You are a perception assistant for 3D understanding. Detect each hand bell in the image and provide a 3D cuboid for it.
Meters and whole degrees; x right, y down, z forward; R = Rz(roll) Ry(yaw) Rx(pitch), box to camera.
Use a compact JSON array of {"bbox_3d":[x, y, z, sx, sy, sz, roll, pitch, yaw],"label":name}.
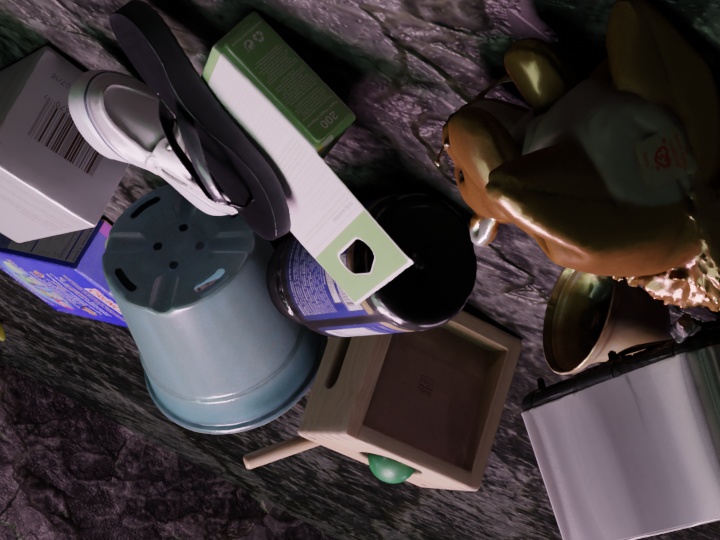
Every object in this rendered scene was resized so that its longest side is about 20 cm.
[{"bbox_3d":[0.254,0.058,0.979,0.200,0.104,0.104,18,164,-17],"label":"hand bell"}]

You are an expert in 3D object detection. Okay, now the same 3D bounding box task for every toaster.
[{"bbox_3d":[0.222,0.101,0.817,0.200,0.119,0.181,-5,163,-37],"label":"toaster"}]

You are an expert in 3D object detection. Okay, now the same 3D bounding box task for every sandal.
[{"bbox_3d":[-0.123,-0.100,0.909,0.200,0.043,0.076,54,159,-17],"label":"sandal"}]

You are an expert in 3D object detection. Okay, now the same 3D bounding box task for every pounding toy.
[{"bbox_3d":[0.021,0.129,1.221,0.184,0.200,0.142,26,162,-24],"label":"pounding toy"}]

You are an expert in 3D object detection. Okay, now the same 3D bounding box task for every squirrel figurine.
[{"bbox_3d":[0.136,-0.045,0.746,0.200,0.142,0.187,33,166,-17],"label":"squirrel figurine"}]

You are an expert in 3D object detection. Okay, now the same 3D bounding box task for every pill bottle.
[{"bbox_3d":[0.000,0.000,1.065,0.112,0.112,0.200,33,160,-24],"label":"pill bottle"}]

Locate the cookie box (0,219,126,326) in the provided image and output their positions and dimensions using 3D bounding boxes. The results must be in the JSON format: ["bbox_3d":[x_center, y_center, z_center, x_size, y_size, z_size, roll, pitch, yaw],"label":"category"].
[{"bbox_3d":[-0.345,-0.003,1.542,0.200,0.075,0.171,11,157,37],"label":"cookie box"}]

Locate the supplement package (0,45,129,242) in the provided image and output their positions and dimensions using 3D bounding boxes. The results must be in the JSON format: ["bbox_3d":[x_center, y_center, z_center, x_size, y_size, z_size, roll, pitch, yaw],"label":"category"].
[{"bbox_3d":[-0.299,-0.108,1.136,0.117,0.117,0.200,34,159,-29],"label":"supplement package"}]

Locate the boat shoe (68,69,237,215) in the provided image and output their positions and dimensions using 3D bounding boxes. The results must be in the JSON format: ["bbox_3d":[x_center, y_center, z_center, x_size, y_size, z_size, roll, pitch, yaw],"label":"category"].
[{"bbox_3d":[-0.150,-0.108,1.044,0.065,0.074,0.200,0,160,41],"label":"boat shoe"}]

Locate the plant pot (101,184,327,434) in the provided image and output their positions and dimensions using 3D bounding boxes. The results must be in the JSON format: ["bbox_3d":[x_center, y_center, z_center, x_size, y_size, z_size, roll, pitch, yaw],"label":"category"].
[{"bbox_3d":[-0.150,0.026,1.230,0.200,0.200,0.196,16,151,23],"label":"plant pot"}]

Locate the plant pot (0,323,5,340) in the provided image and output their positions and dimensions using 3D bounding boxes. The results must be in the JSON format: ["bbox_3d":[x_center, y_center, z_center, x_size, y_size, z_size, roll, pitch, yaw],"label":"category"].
[{"bbox_3d":[-0.782,0.131,2.284,0.200,0.182,0.199,7,155,42],"label":"plant pot"}]

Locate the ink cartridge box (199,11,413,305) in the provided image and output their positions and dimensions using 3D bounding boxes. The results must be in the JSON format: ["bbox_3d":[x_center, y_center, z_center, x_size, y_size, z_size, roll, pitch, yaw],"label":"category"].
[{"bbox_3d":[-0.038,-0.075,0.911,0.200,0.048,0.146,46,159,-2],"label":"ink cartridge box"}]
